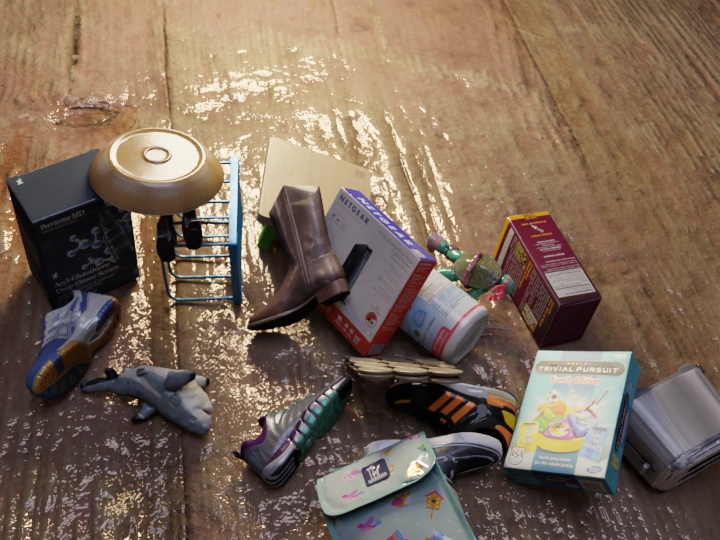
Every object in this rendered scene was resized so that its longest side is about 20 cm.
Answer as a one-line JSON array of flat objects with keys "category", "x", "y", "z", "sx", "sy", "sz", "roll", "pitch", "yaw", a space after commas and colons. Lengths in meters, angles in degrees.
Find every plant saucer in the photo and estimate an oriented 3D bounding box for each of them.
[{"category": "plant saucer", "x": -0.300, "y": -0.158, "z": 1.189, "sx": 0.196, "sy": 0.036, "sz": 0.202, "roll": 7, "pitch": 41, "yaw": -6}]

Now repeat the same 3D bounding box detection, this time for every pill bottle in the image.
[{"category": "pill bottle", "x": 0.100, "y": 0.051, "z": 1.289, "sx": 0.199, "sy": 0.110, "sz": 0.108, "roll": 38, "pitch": 53, "yaw": 23}]

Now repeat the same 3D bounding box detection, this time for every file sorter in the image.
[{"category": "file sorter", "x": -0.256, "y": -0.067, "z": 1.317, "sx": 0.120, "sy": 0.140, "sz": 0.202, "roll": -1, "pitch": 48, "yaw": -6}]

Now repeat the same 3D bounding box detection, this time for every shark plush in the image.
[{"category": "shark plush", "x": -0.305, "y": 0.178, "z": 1.143, "sx": 0.196, "sy": 0.091, "sz": 0.085, "roll": 11, "pitch": 77, "yaw": -6}]

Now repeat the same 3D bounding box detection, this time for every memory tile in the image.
[{"category": "memory tile", "x": 0.059, "y": 0.142, "z": 1.172, "sx": 0.150, "sy": 0.200, "sz": 0.017, "roll": 2, "pitch": 90, "yaw": -8}]

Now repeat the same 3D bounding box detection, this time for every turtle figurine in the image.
[{"category": "turtle figurine", "x": 0.189, "y": 0.012, "z": 1.351, "sx": 0.198, "sy": 0.102, "sz": 0.150, "roll": 25, "pitch": 49, "yaw": 21}]

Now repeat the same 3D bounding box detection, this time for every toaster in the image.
[{"category": "toaster", "x": 0.468, "y": 0.230, "z": 1.189, "sx": 0.197, "sy": 0.115, "sz": 0.130, "roll": -19, "pitch": 57, "yaw": -22}]

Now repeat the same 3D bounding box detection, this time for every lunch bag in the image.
[{"category": "lunch bag", "x": 0.046, "y": 0.316, "z": 1.013, "sx": 0.168, "sy": 0.123, "sz": 0.202, "roll": -25, "pitch": 54, "yaw": -1}]

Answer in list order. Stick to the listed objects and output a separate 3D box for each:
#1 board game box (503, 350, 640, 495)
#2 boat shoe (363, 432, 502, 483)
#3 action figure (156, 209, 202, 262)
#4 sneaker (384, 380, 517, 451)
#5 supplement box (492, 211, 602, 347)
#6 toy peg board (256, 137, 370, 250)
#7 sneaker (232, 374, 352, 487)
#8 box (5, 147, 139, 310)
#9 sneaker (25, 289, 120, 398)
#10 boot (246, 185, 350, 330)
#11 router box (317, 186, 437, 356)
[{"category": "board game box", "x": 0.304, "y": 0.210, "z": 1.151, "sx": 0.149, "sy": 0.047, "sz": 0.202, "roll": -4, "pitch": 48, "yaw": 38}, {"category": "boat shoe", "x": 0.103, "y": 0.273, "z": 1.118, "sx": 0.196, "sy": 0.072, "sz": 0.069, "roll": -1, "pitch": 46, "yaw": -6}, {"category": "action figure", "x": -0.279, "y": -0.110, "z": 1.223, "sx": 0.128, "sy": 0.070, "sz": 0.202, "roll": -14, "pitch": 47, "yaw": -5}, {"category": "sneaker", "x": 0.131, "y": 0.214, "z": 1.177, "sx": 0.196, "sy": 0.070, "sz": 0.091, "roll": 7, "pitch": 57, "yaw": 2}, {"category": "supplement box", "x": 0.309, "y": 0.012, "z": 1.356, "sx": 0.084, "sy": 0.111, "sz": 0.202, "roll": -9, "pitch": 51, "yaw": -18}, {"category": "toy peg board", "x": -0.090, "y": -0.108, "z": 1.427, "sx": 0.196, "sy": 0.098, "sz": 0.202, "roll": 17, "pitch": 46, "yaw": -16}, {"category": "sneaker", "x": -0.093, "y": 0.207, "z": 1.146, "sx": 0.087, "sy": 0.075, "sz": 0.200, "roll": 27, "pitch": 51, "yaw": 22}, {"category": "box", "x": -0.436, "y": -0.060, "z": 1.238, "sx": 0.147, "sy": 0.202, "sz": 0.107, "roll": -26, "pitch": 56, "yaw": -28}, {"category": "sneaker", "x": -0.438, "y": 0.106, "z": 1.183, "sx": 0.087, "sy": 0.076, "sz": 0.201, "roll": 16, "pitch": 38, "yaw": 10}, {"category": "boot", "x": -0.122, "y": -0.024, "z": 1.275, "sx": 0.184, "sy": 0.064, "sz": 0.203, "roll": -23, "pitch": 74, "yaw": 8}, {"category": "router box", "x": 0.000, "y": 0.000, "z": 1.264, "sx": 0.048, "sy": 0.181, "sz": 0.200, "roll": 5, "pitch": 31, "yaw": -51}]
